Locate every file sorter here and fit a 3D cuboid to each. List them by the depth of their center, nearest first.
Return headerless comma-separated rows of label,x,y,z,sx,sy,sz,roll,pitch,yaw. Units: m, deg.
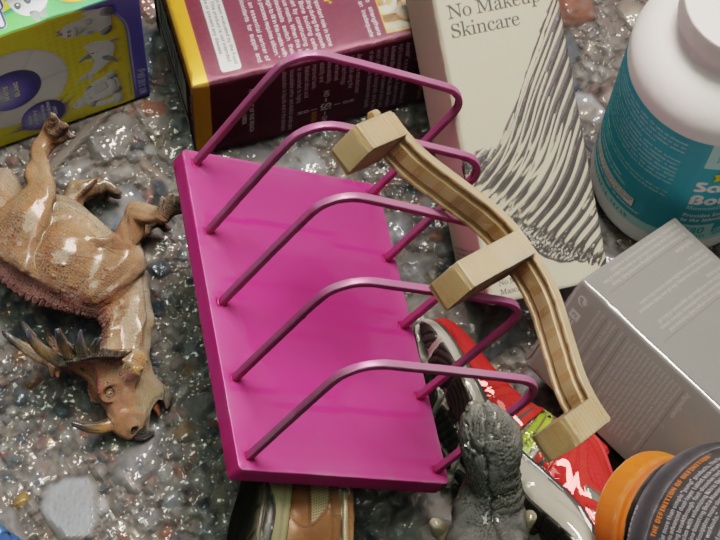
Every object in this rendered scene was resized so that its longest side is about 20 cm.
file sorter,0.000,0.000,0.944,0.138,0.125,0.202,9,55,-34

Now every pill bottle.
pill bottle,0.205,0.148,0.864,0.106,0.107,0.199,-40,28,-20
pill bottle,0.205,-0.102,1.032,0.109,0.200,0.112,1,64,-2

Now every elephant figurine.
elephant figurine,0.063,0.191,0.880,0.155,0.200,0.141,42,68,16

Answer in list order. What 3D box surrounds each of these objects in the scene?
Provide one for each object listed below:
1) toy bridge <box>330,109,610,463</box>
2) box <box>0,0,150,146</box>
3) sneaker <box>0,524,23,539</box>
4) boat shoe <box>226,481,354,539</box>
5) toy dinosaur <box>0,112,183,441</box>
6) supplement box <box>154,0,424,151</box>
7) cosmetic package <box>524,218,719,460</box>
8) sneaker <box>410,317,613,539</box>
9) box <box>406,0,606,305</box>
toy bridge,0.063,-0.001,0.882,0.067,0.027,0.201,-25,78,-49
box,-0.232,-0.124,1.065,0.198,0.118,0.049,-20,65,-12
sneaker,-0.202,0.151,0.951,0.110,0.077,0.202,-8,69,-1
boat shoe,-0.027,0.099,0.995,0.073,0.076,0.202,17,56,-13
toy dinosaur,-0.181,-0.003,1.031,0.199,0.086,0.136,34,73,19
supplement box,-0.026,-0.162,1.112,0.198,0.086,0.111,-14,66,-10
cosmetic package,0.208,0.077,0.994,0.106,0.090,0.200,-27,67,-42
sneaker,0.099,0.108,1.008,0.084,0.077,0.201,-22,66,-36
box,0.087,-0.087,1.041,0.081,0.068,0.202,-14,97,-10
